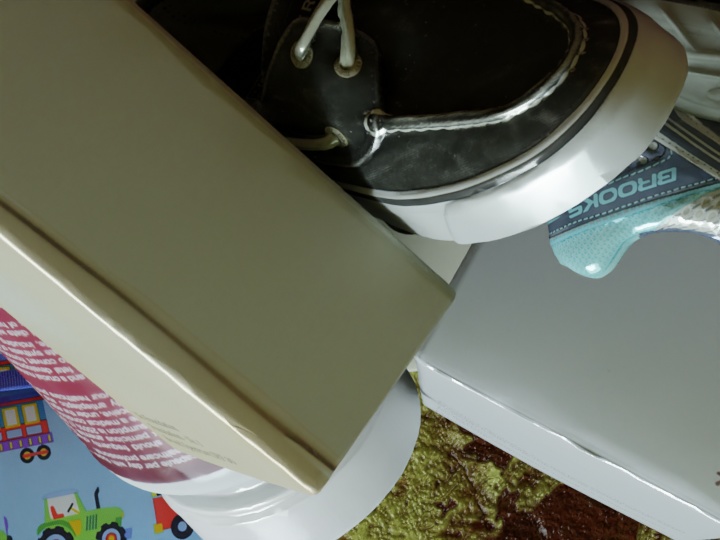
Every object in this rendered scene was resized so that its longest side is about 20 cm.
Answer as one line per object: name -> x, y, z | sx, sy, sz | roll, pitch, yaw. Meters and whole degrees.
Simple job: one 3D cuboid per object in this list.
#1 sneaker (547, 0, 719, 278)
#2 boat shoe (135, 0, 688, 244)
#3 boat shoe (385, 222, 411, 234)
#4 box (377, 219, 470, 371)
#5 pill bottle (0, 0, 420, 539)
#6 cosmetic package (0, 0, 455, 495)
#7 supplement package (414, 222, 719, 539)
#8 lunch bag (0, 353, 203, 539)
sneaker -> 0.146, -0.016, 0.729 | 0.200, 0.087, 0.078 | 11, 178, 8
boat shoe -> 0.002, -0.054, 0.715 | 0.064, 0.071, 0.200 | 41, 158, -31
boat shoe -> 0.023, -0.042, 0.940 | 0.074, 0.060, 0.200 | 12, 177, -5
box -> 0.000, 0.000, 1.095 | 0.200, 0.082, 0.068 | -4, -172, -3
pill bottle -> -0.067, 0.003, 0.889 | 0.114, 0.114, 0.200 | 9, 146, 43
cosmetic package -> -0.081, -0.030, 0.712 | 0.200, 0.073, 0.103 | 40, 166, -22
supplement package -> 0.095, 0.015, 0.895 | 0.117, 0.117, 0.200 | 29, 175, 4
lunch bag -> -0.105, 0.023, 1.000 | 0.150, 0.200, 0.094 | -10, -172, -24
